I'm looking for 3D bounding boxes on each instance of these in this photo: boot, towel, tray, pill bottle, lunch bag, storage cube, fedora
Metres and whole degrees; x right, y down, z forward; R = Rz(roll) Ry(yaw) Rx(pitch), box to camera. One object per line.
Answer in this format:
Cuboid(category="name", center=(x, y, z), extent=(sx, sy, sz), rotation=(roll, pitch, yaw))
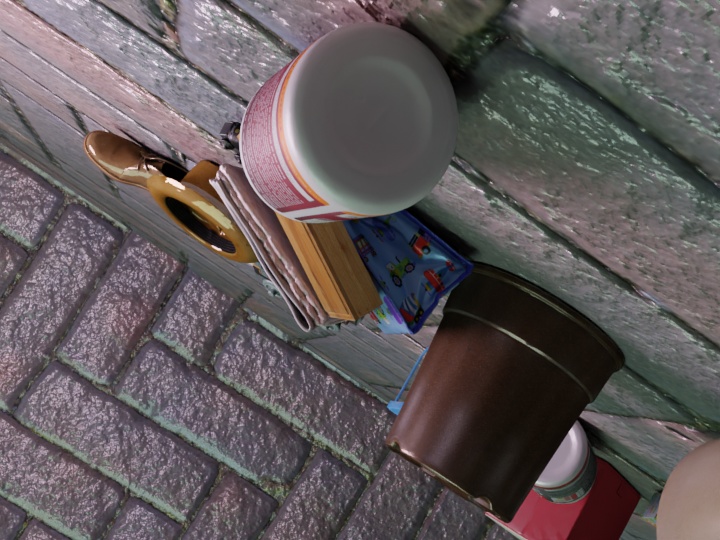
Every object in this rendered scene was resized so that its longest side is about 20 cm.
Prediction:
Cuboid(category="boot", center=(-0.333, -0.165, 1.445), extent=(0.198, 0.075, 0.075), rotation=(31, 152, -11))
Cuboid(category="towel", center=(-0.081, -0.024, 1.038), extent=(0.202, 0.032, 0.191), rotation=(57, -171, 4))
Cuboid(category="tray", center=(-0.051, -0.050, 0.890), extent=(0.203, 0.037, 0.098), rotation=(62, 166, -8))
Cuboid(category="pill bottle", center=(-0.021, -0.091, 0.638), extent=(0.112, 0.114, 0.199), rotation=(35, 170, -17))
Cuboid(category="lunch bag", center=(0.000, -0.036, 0.950), extent=(0.200, 0.094, 0.150), rotation=(45, 171, -4))
Cuboid(category="storage cube", center=(0.359, 0.414, 1.649), extent=(0.169, 0.182, 0.200), rotation=(22, 165, 45))
Cuboid(category="fedora", center=(-0.201, -0.091, 1.291), extent=(0.198, 0.083, 0.201), rotation=(32, 164, 10))
Cuboid(category="pill bottle", center=(0.299, 0.289, 1.422), extent=(0.115, 0.117, 0.200), rotation=(27, 168, 29))

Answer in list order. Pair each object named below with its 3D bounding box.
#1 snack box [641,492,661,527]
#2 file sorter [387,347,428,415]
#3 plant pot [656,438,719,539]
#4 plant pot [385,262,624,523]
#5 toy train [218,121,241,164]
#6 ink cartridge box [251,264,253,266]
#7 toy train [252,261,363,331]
Cuboid(category="snack box", center=(0.545, 0.416, 1.438), extent=(0.198, 0.053, 0.142), rotation=(32, 169, 10))
Cuboid(category="file sorter", center=(0.166, 0.229, 1.538), extent=(0.198, 0.124, 0.139), rotation=(34, 170, -3))
Cuboid(category="plant pot", center=(0.361, 0.203, 0.725), extent=(0.185, 0.189, 0.201), rotation=(32, 156, 3))
Cuboid(category="plant pot", center=(0.135, 0.131, 0.955), extent=(0.198, 0.200, 0.201), rotation=(31, 169, 7))
Cuboid(category="toy train", center=(-0.085, -0.100, 1.035), extent=(0.045, 0.035, 0.200), rotation=(12, 159, 36))
Cuboid(category="ink cartridge box", center=(-0.247, -0.082, 1.594), extent=(0.197, 0.044, 0.197), rotation=(27, 167, 21))
Cuboid(category="toy train", center=(-0.080, 0.017, 1.441), extent=(0.198, 0.086, 0.114), rotation=(30, 160, 15))
